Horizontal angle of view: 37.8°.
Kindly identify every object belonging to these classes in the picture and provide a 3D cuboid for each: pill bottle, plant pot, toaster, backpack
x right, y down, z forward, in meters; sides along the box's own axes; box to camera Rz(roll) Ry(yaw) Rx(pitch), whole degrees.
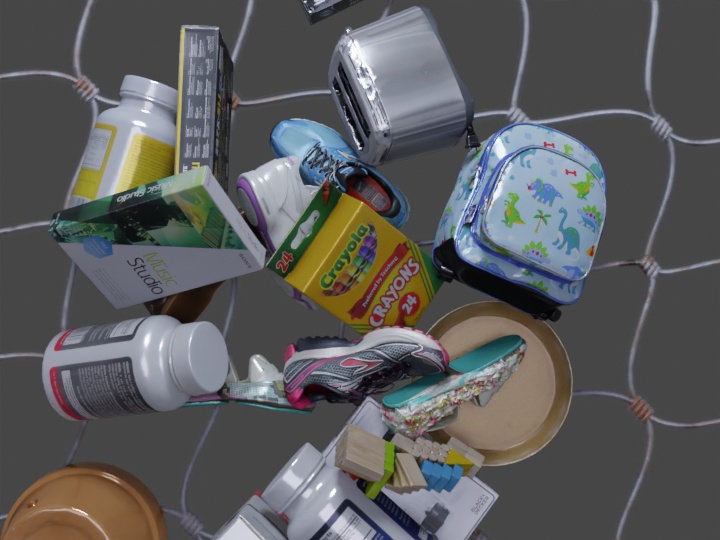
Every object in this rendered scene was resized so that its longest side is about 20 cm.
[{"bbox_3d":[-0.276,-0.126,1.268,0.112,0.112,0.201,18,87,1],"label":"pill bottle"},{"bbox_3d":[-0.334,0.331,1.227,0.199,0.140,0.201,0,86,-1],"label":"plant pot"},{"bbox_3d":[0.046,-0.209,1.255,0.129,0.114,0.201,-19,77,-17],"label":"toaster"},{"bbox_3d":[-0.012,0.291,1.188,0.200,0.111,0.111,42,87,1],"label":"pill bottle"},{"bbox_3d":[0.160,0.138,1.296,0.199,0.027,0.201,0,86,0],"label":"plant pot"},{"bbox_3d":[-0.259,0.111,1.221,0.199,0.111,0.111,-9,86,24],"label":"pill bottle"},{"bbox_3d":[0.201,-0.070,1.238,0.182,0.147,0.201,22,70,-13],"label":"backpack"}]

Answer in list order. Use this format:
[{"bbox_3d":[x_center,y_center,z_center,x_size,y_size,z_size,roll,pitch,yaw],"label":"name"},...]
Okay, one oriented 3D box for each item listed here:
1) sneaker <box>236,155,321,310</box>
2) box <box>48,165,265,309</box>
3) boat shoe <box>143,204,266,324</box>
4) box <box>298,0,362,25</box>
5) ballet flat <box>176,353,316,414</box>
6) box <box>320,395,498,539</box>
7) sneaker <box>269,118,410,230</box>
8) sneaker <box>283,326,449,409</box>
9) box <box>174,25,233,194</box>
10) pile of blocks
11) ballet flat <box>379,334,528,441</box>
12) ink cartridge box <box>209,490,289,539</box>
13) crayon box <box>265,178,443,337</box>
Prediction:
[{"bbox_3d":[-0.071,-0.043,1.257,0.099,0.075,0.201,-34,122,-23],"label":"sneaker"},{"bbox_3d":[-0.226,-0.033,1.184,0.199,0.145,0.036,-16,45,17],"label":"box"},{"bbox_3d":[-0.186,-0.018,1.284,0.200,0.070,0.070,-44,48,-8],"label":"boat shoe"},{"bbox_3d":[-0.009,-0.425,1.321,0.199,0.044,0.161,-25,87,-2],"label":"box"},{"bbox_3d":[-0.152,0.136,1.278,0.199,0.069,0.072,1,83,4],"label":"ballet flat"},{"bbox_3d":[0.053,0.252,1.272,0.200,0.060,0.117,36,87,1],"label":"box"},{"bbox_3d":[-0.022,-0.124,1.279,0.200,0.090,0.079,34,87,3],"label":"sneaker"},{"bbox_3d":[0.007,0.120,1.232,0.199,0.081,0.075,-10,50,14],"label":"sneaker"},{"bbox_3d":[-0.184,-0.170,1.247,0.049,0.160,0.201,2,87,1],"label":"box"},{"bbox_3d":[0.051,0.229,1.174,0.199,0.082,0.062,12,124,-31],"label":"pile of blocks"},{"bbox_3d":[0.114,0.142,1.246,0.199,0.076,0.064,-25,108,-13],"label":"ballet flat"},{"bbox_3d":[-0.146,0.341,1.196,0.084,0.200,0.144,44,87,2],"label":"ink cartridge box"},{"bbox_3d":[0.000,0.000,1.237,0.200,0.051,0.127,36,87,-35],"label":"crayon box"}]
